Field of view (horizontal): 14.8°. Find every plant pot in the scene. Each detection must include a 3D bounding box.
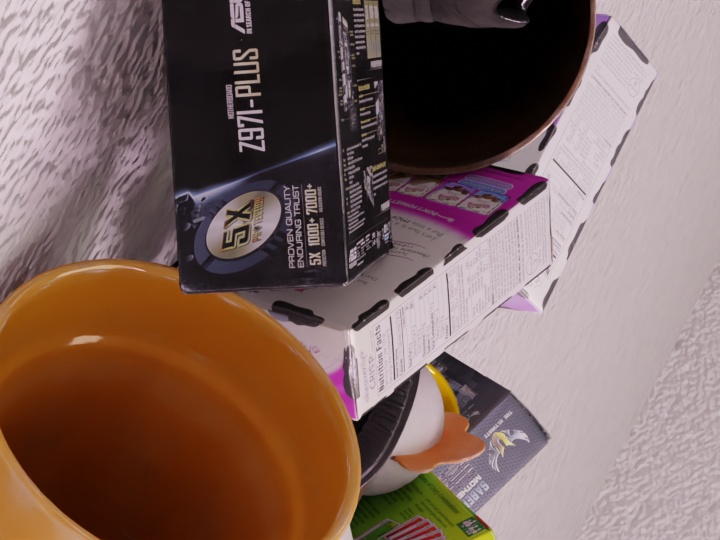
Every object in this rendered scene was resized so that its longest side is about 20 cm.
[{"bbox_3d":[-0.127,0.128,1.398,0.183,0.200,0.200,-58,177,40],"label":"plant pot"},{"bbox_3d":[0.047,-0.170,1.654,0.200,0.186,0.188,-73,-178,-74],"label":"plant pot"}]

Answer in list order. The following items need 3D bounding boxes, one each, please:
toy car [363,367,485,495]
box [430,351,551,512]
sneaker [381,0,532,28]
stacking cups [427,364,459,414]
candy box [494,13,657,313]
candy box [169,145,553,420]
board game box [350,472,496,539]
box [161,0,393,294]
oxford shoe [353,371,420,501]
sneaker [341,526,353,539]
[{"bbox_3d":[-0.012,0.073,1.699,0.177,0.199,0.185,-43,153,-62],"label":"toy car"},{"bbox_3d":[0.021,0.149,1.878,0.200,0.051,0.158,-44,-163,-6],"label":"box"},{"bbox_3d":[0.055,-0.190,1.454,0.200,0.090,0.076,72,33,-67],"label":"sneaker"},{"bbox_3d":[-0.025,0.129,1.850,0.200,0.061,0.061,-34,-172,33],"label":"stacking cups"},{"bbox_3d":[0.086,-0.078,1.906,0.072,0.167,0.201,43,66,-40],"label":"candy box"},{"bbox_3d":[0.000,0.000,1.562,0.200,0.136,0.061,-35,130,-44],"label":"candy box"},{"bbox_3d":[0.009,0.164,1.688,0.048,0.101,0.200,69,-11,-21],"label":"board game box"},{"bbox_3d":[-0.040,-0.079,1.413,0.200,0.086,0.165,-41,128,-81],"label":"box"},{"bbox_3d":[-0.028,0.117,1.604,0.200,0.073,0.084,-57,172,6],"label":"oxford shoe"},{"bbox_3d":[-0.053,0.136,1.487,0.085,0.075,0.201,-44,124,-46],"label":"sneaker"}]
